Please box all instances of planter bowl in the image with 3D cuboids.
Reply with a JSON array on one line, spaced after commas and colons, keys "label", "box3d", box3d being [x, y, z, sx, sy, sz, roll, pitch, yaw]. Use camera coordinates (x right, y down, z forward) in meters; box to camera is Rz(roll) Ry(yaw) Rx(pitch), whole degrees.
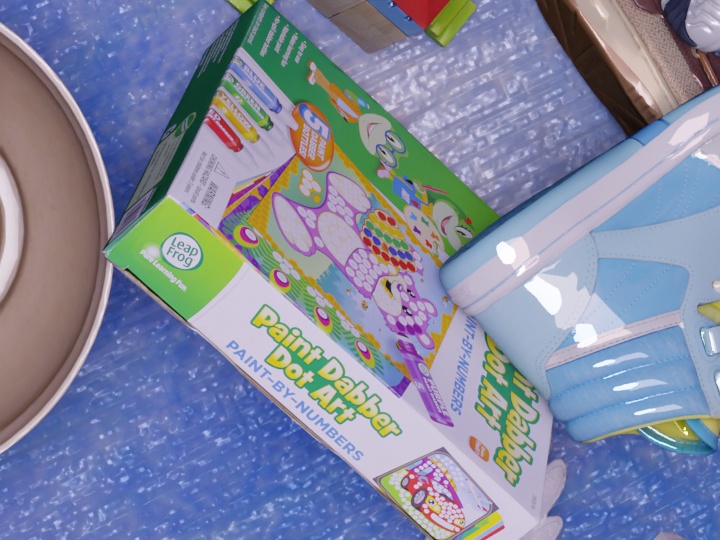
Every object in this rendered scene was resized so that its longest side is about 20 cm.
[{"label": "planter bowl", "box3d": [-0.199, -0.015, 0.926, 0.200, 0.135, 0.201, 0, 93, -5]}]

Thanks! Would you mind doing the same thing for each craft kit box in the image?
[{"label": "craft kit box", "box3d": [0.000, 0.000, 0.948, 0.049, 0.200, 0.198, -38, 107, 25]}]

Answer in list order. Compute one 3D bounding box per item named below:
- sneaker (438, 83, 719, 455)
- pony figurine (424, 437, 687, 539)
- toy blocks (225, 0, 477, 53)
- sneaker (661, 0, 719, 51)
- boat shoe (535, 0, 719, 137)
[{"label": "sneaker", "box3d": [0.143, 0.001, 0.961, 0.200, 0.080, 0.131, -32, 89, -17]}, {"label": "pony figurine", "box3d": [0.075, 0.186, 1.003, 0.200, 0.167, 0.193, 40, 89, -26]}, {"label": "toy blocks", "box3d": [-0.021, -0.166, 0.973, 0.200, 0.137, 0.100, 41, 81, -10]}, {"label": "sneaker", "box3d": [0.224, -0.151, 1.044, 0.130, 0.079, 0.199, 37, 52, -15]}, {"label": "boat shoe", "box3d": [0.160, -0.076, 1.052, 0.072, 0.072, 0.200, -35, 91, -10]}]
